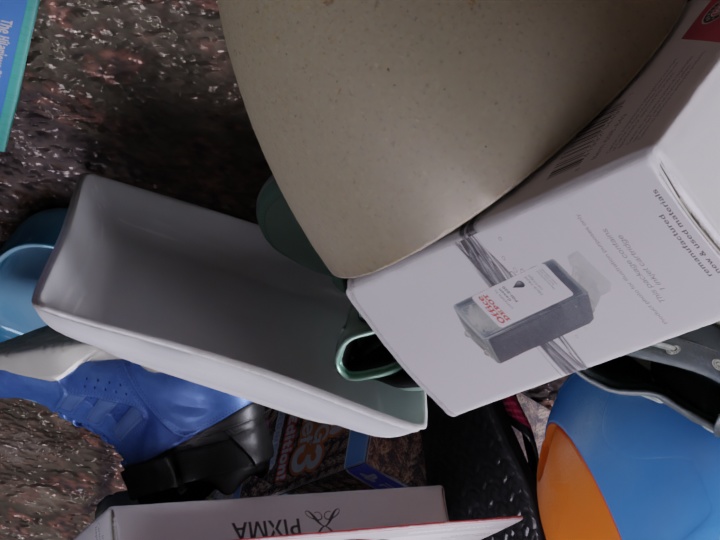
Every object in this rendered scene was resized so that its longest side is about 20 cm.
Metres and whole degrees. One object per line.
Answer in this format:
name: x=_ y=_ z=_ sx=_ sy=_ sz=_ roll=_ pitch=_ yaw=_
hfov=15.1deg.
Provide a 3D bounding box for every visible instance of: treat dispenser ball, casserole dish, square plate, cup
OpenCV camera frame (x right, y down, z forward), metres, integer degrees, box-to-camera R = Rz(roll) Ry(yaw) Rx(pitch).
treat dispenser ball: x=0.194 y=0.112 z=1.450 sx=0.200 sy=0.202 sz=0.201 roll=7 pitch=150 yaw=4
casserole dish: x=-0.162 y=0.020 z=1.558 sx=0.121 sy=0.039 sz=0.200 roll=18 pitch=149 yaw=-15
square plate: x=-0.063 y=0.020 z=1.387 sx=0.199 sy=0.198 sz=0.029 roll=19 pitch=109 yaw=-5
cup: x=0.018 y=-0.115 z=1.155 sx=0.143 sy=0.200 sz=0.200 roll=48 pitch=138 yaw=-13

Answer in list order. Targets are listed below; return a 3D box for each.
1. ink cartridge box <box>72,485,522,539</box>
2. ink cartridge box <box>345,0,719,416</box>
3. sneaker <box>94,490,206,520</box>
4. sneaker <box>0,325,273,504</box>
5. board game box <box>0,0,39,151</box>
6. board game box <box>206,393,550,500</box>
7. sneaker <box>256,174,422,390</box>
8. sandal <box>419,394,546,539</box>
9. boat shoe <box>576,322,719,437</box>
ink cartridge box: x=-0.040 y=0.141 z=1.449 sx=0.199 sy=0.045 sz=0.176 roll=-2 pitch=161 yaw=-27
ink cartridge box: x=0.107 y=-0.033 z=1.134 sx=0.085 sy=0.146 sz=0.200 roll=51 pitch=141 yaw=-14
sneaker: x=-0.092 y=0.208 z=1.589 sx=0.076 sy=0.115 sz=0.200 roll=-8 pitch=144 yaw=25
sneaker: x=-0.132 y=0.084 z=1.487 sx=0.199 sy=0.112 sz=0.077 roll=-7 pitch=-169 yaw=34
board game box: x=-0.255 y=-0.135 z=1.314 sx=0.199 sy=0.045 sz=0.152 roll=13 pitch=150 yaw=-7
board game box: x=0.001 y=0.128 z=1.634 sx=0.159 sy=0.097 sz=0.200 roll=31 pitch=143 yaw=-33
sneaker: x=0.000 y=0.000 z=1.356 sx=0.200 sy=0.118 sz=0.074 roll=13 pitch=128 yaw=38
sandal: x=0.067 y=0.091 z=1.510 sx=0.075 sy=0.201 sz=0.045 roll=-12 pitch=-175 yaw=38
boat shoe: x=0.188 y=0.071 z=1.307 sx=0.200 sy=0.062 sz=0.073 roll=34 pitch=147 yaw=21
